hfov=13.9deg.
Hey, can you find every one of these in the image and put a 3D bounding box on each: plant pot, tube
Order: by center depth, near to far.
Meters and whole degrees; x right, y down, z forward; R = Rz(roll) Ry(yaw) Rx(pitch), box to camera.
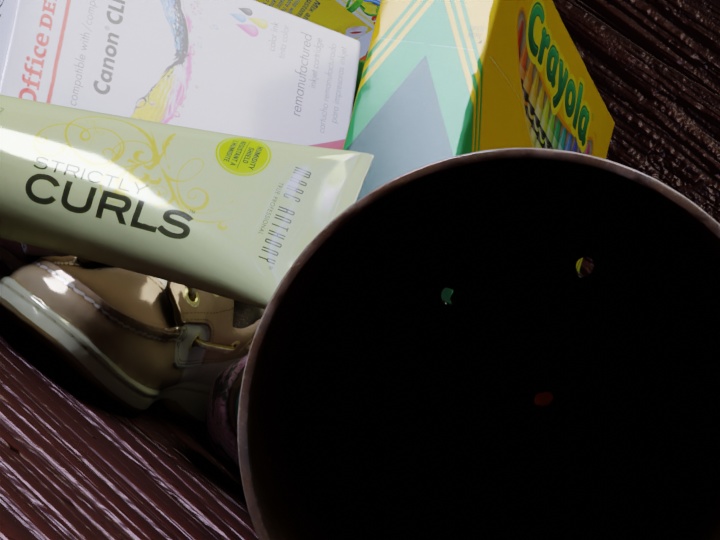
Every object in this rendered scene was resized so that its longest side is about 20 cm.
[{"bbox_3d":[0.058,0.037,1.049,0.187,0.187,0.200,37,10,-3],"label":"plant pot"},{"bbox_3d":[-0.099,-0.033,1.094,0.199,0.058,0.052,13,8,15],"label":"tube"}]

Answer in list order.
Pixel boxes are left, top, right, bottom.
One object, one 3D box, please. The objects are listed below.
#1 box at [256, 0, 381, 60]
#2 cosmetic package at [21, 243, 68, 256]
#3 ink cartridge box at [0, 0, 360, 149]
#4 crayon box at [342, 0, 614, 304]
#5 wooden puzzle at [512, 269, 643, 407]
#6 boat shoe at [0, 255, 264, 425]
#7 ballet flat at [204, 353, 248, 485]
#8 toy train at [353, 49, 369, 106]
[{"bbox_3d":[-0.054,-0.065,1.506,0.192,0.200,0.122,37,1,-11],"label":"box"},{"bbox_3d":[-0.060,-0.049,1.394,0.199,0.088,0.103,3,7,-8],"label":"cosmetic package"},{"bbox_3d":[-0.107,-0.070,1.259,0.199,0.117,0.067,19,-32,-19],"label":"ink cartridge box"},{"bbox_3d":[0.049,-0.029,1.294,0.058,0.174,0.200,9,-18,20],"label":"crayon box"},{"bbox_3d":[0.067,0.069,1.240,0.185,0.199,0.047,45,34,-62],"label":"wooden puzzle"},{"bbox_3d":[-0.085,0.013,1.168,0.074,0.067,0.200,38,3,14],"label":"boat shoe"},{"bbox_3d":[0.022,0.103,1.160,0.200,0.069,0.071,36,-17,-2],"label":"ballet flat"},{"bbox_3d":[0.000,0.000,1.329,0.041,0.201,0.056,5,16,-5],"label":"toy train"}]
